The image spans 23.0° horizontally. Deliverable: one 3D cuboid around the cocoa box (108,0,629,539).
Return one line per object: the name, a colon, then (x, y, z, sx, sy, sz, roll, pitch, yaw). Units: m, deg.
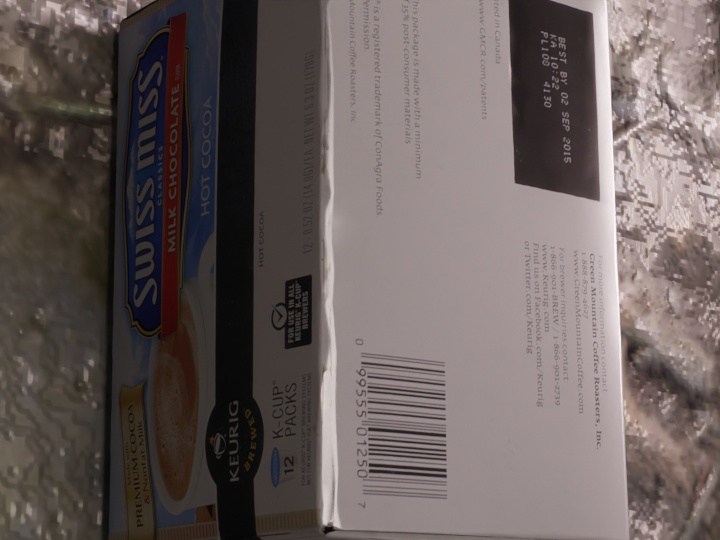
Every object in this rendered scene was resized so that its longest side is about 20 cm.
cocoa box: (0.000, 0.000, 0.614, 0.133, 0.131, 0.200, 9, 75, -37)
